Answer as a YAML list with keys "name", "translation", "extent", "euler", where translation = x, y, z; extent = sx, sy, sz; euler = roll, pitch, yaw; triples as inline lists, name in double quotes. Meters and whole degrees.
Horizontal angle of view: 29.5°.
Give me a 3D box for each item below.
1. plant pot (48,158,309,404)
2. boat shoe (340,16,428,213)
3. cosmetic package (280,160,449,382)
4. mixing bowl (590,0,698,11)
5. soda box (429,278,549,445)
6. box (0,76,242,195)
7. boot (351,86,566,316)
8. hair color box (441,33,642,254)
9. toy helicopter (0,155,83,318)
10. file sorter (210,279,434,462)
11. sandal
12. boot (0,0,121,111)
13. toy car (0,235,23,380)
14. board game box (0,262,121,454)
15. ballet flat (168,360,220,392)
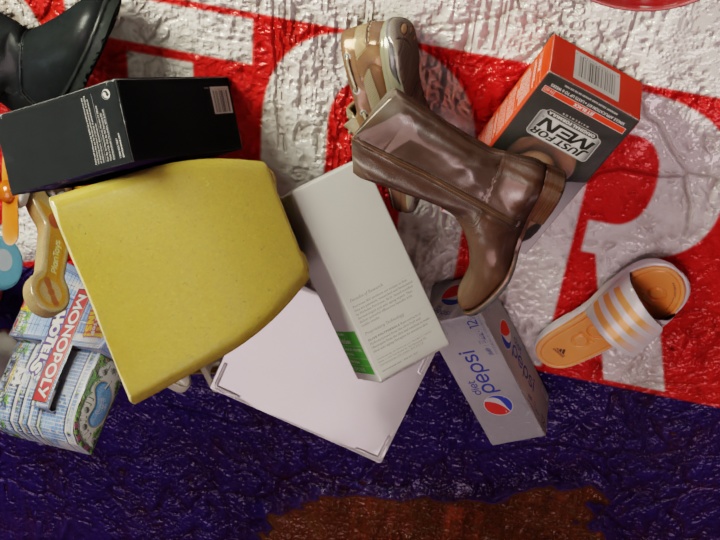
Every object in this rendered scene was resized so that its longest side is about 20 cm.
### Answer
- name: "plant pot"
  translation: [-0.160, -0.012, 1.296]
  extent: [0.198, 0.194, 0.198]
  euler: [-23, 94, -7]
- name: "boat shoe"
  translation: [0.023, -0.147, 1.293]
  extent: [0.071, 0.076, 0.202]
  euler: [3, 124, 18]
- name: "cosmetic package"
  translation: [0.000, 0.000, 1.340]
  extent: [0.202, 0.084, 0.108]
  euler: [63, 168, -3]
- name: "mixing bowl"
  translation: [0.221, -0.315, 1.047]
  extent: [0.197, 0.109, 0.202]
  euler: [7, 135, 7]
- name: "soda box"
  translation: [0.141, 0.100, 1.494]
  extent: [0.067, 0.064, 0.201]
  euler: [-13, 128, 24]
- name: "box"
  translation: [-0.222, -0.128, 1.281]
  extent: [0.139, 0.200, 0.080]
  euler: [-9, 94, 25]
- name: "boot"
  translation: [0.064, -0.062, 1.266]
  extent: [0.198, 0.065, 0.188]
  euler: [20, 121, -15]
- name: "hair color box"
  translation: [0.168, -0.114, 1.286]
  extent: [0.101, 0.062, 0.201]
  euler: [25, 135, -11]
- name: "toy helicopter"
  translation: [-0.317, -0.046, 1.387]
  extent: [0.078, 0.202, 0.132]
  euler: [-28, 138, 35]
- name: "file sorter"
  translation: [-0.040, 0.085, 1.465]
  extent: [0.198, 0.125, 0.140]
  euler: [25, 103, -8]
- name: "sandal"
  translation: [0.262, 0.065, 1.430]
  extent: [0.079, 0.060, 0.206]
  euler: [34, 132, -18]
- name: "boot"
  translation: [-0.336, -0.224, 1.310]
  extent: [0.167, 0.077, 0.200]
  euler: [27, 140, -16]
- name: "toy car"
  translation: [-0.438, 0.084, 1.568]
  extent: [0.183, 0.178, 0.200]
  euler: [-10, 135, 36]
- name: "board game box"
  translation: [-0.298, 0.087, 1.465]
  extent: [0.198, 0.202, 0.062]
  euler: [3, 155, 42]
- name: "ballet flat"
  translation: [-0.181, 0.105, 1.526]
  extent: [0.197, 0.064, 0.069]
  euler: [-5, 161, -25]
